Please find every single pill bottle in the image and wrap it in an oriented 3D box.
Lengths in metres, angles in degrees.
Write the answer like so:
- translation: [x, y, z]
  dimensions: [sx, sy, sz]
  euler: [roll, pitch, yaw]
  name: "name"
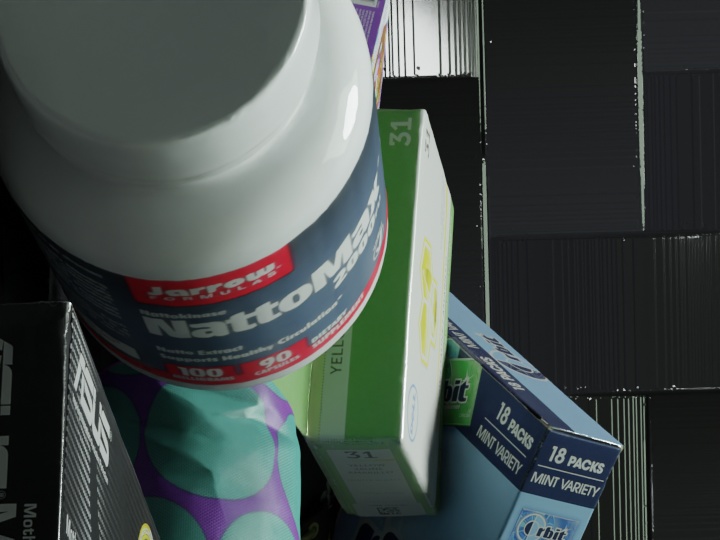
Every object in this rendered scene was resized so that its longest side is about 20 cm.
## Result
- translation: [-0.053, -0.044, 0.723]
  dimensions: [0.200, 0.119, 0.121]
  euler: [80, 9, -72]
  name: "pill bottle"

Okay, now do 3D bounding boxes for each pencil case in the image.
- translation: [-0.063, 0.133, 0.803]
  dimensions: [0.092, 0.085, 0.201]
  euler: [-31, -131, 42]
  name: "pencil case"

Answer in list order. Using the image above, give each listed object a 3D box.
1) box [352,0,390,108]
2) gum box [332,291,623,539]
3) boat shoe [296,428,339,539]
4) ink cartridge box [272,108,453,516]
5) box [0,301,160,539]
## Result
- translation: [-0.024, -0.027, 1.074]
  dimensions: [0.137, 0.039, 0.201]
  euler: [96, 6, -51]
  name: "box"
- translation: [0.022, 0.126, 1.033]
  dimensions: [0.170, 0.044, 0.201]
  euler: [43, -66, 58]
  name: "gum box"
- translation: [-0.043, 0.124, 1.009]
  dimensions: [0.061, 0.071, 0.202]
  euler: [-118, -146, -50]
  name: "boat shoe"
- translation: [0.000, 0.000, 0.919]
  dimensions: [0.200, 0.048, 0.147]
  euler: [69, 24, -66]
  name: "ink cartridge box"
- translation: [-0.089, 0.122, 0.643]
  dimensions: [0.200, 0.044, 0.161]
  euler: [85, 4, -64]
  name: "box"
